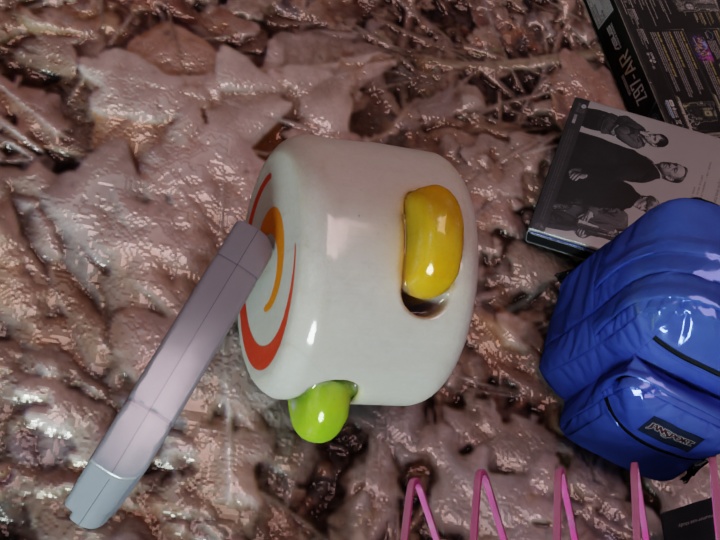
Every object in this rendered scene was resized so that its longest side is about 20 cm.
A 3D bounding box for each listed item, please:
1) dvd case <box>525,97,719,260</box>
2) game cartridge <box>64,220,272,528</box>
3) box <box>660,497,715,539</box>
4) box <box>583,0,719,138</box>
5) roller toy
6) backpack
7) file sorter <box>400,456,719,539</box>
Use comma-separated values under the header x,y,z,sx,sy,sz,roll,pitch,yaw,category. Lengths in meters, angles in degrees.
x,y,z,sx,sy,sz,roll,pitch,yaw,category
0.257,-0.060,1.045,0.198,0.025,0.152,18,62,12,dvd case
-0.123,0.066,0.806,0.041,0.133,0.201,29,57,-3,game cartridge
0.311,0.255,0.856,0.104,0.147,0.202,19,56,-36,box
0.318,-0.204,1.182,0.158,0.044,0.202,-6,66,-25,box
0.000,0.000,0.858,0.138,0.202,0.183,5,33,-20,roller toy
0.246,0.055,0.920,0.161,0.200,0.169,20,57,-11,backpack
0.126,0.198,0.734,0.197,0.126,0.140,-7,39,15,file sorter
